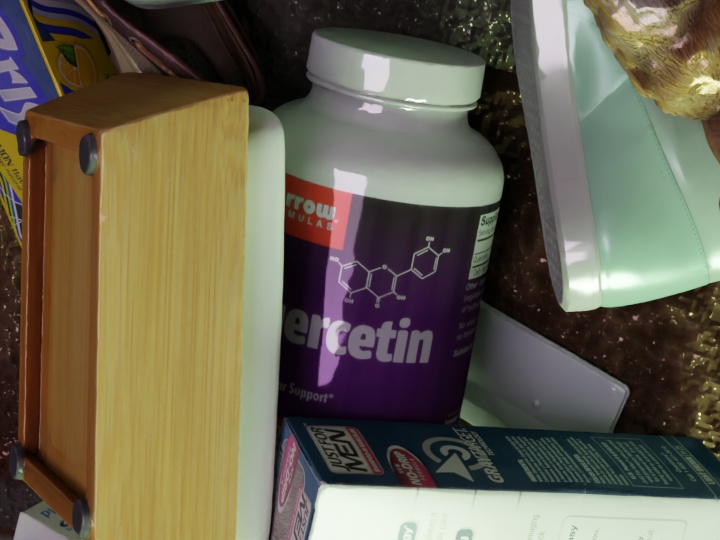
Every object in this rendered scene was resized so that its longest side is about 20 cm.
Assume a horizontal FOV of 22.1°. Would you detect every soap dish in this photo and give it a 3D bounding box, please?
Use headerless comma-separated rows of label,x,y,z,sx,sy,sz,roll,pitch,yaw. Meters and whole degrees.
soap dish,-0.095,0.019,0.784,0.157,0.080,0.203,-161,71,-64

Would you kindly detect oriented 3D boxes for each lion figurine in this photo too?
lion figurine,0.180,-0.081,0.703,0.073,0.198,0.123,116,153,-46

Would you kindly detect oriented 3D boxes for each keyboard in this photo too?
keyboard,0.032,0.030,0.874,0.199,0.011,0.057,30,111,19

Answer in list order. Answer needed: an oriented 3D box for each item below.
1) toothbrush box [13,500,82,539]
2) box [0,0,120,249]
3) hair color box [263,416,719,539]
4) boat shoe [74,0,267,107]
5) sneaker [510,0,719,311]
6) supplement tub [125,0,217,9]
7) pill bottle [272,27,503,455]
toothbrush box,-0.090,0.216,0.947,0.199,0.086,0.147,29,116,22
box,-0.142,-0.064,0.912,0.070,0.064,0.202,-22,91,36
hair color box,0.058,0.122,0.780,0.061,0.198,0.101,-128,47,-60
boat shoe,-0.107,-0.148,0.854,0.201,0.072,0.072,59,155,-1
sneaker,0.126,-0.088,0.766,0.117,0.074,0.203,-7,80,-1
supplement tub,-0.008,-0.174,0.711,0.198,0.122,0.124,-7,100,16
pill bottle,0.000,0.000,0.816,0.111,0.112,0.202,16,106,25
